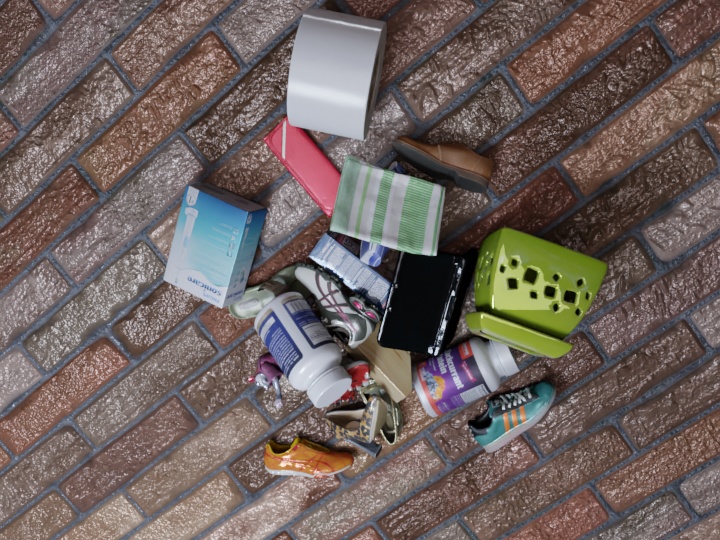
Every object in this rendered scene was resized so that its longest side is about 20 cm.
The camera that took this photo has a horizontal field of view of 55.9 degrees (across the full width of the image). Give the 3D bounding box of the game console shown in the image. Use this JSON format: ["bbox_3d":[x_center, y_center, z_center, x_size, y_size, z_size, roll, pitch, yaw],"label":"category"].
[{"bbox_3d":[0.131,0.049,1.295,0.115,0.176,0.203,20,107,18],"label":"game console"}]

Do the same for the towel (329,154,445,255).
[{"bbox_3d":[0.053,-0.114,1.211,0.197,0.023,0.155,16,66,-12],"label":"towel"}]

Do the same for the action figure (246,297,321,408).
[{"bbox_3d":[-0.150,0.173,1.363,0.198,0.134,0.151,-27,100,9],"label":"action figure"}]

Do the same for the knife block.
[{"bbox_3d":[0.009,0.152,1.332,0.172,0.064,0.204,3,69,-12],"label":"knife block"}]

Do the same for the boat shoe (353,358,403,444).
[{"bbox_3d":[0.038,0.260,1.401,0.072,0.063,0.204,-15,103,10],"label":"boat shoe"}]

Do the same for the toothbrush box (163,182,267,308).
[{"bbox_3d":[-0.285,-0.051,1.328,0.144,0.085,0.203,22,105,15],"label":"toothbrush box"}]

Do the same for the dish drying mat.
[{"bbox_3d":[-0.099,-0.202,1.319,0.077,0.018,0.201,-39,97,13],"label":"dish drying mat"}]

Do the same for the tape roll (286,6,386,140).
[{"bbox_3d":[-0.040,-0.341,1.182,0.137,0.203,0.206,11,106,3],"label":"tape roll"}]

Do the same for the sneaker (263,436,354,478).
[{"bbox_3d":[-0.112,0.398,1.451,0.196,0.073,0.079,0,95,3],"label":"sneaker"}]

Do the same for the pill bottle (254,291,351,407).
[{"bbox_3d":[-0.103,0.148,1.251,0.111,0.111,0.201,-45,64,15],"label":"pill bottle"}]

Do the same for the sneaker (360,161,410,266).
[{"bbox_3d":[0.080,-0.097,1.270,0.114,0.081,0.202,23,71,-11],"label":"sneaker"}]

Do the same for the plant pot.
[{"bbox_3d":[0.299,0.049,1.224,0.197,0.199,0.184,20,86,1],"label":"plant pot"}]

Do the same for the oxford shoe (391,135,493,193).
[{"bbox_3d":[0.155,-0.214,1.275,0.197,0.071,0.072,22,78,0],"label":"oxford shoe"}]

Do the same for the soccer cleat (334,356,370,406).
[{"bbox_3d":[-0.027,0.203,1.337,0.067,0.201,0.087,-7,65,-14],"label":"soccer cleat"}]

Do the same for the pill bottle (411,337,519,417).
[{"bbox_3d":[0.208,0.201,1.343,0.198,0.112,0.113,-27,101,12],"label":"pill bottle"}]

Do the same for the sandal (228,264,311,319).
[{"bbox_3d":[-0.180,0.055,1.374,0.198,0.057,0.081,-24,101,12],"label":"sandal"}]

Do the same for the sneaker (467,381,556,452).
[{"bbox_3d":[0.304,0.283,1.375,0.080,0.072,0.200,43,106,-10],"label":"sneaker"}]

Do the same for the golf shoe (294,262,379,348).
[{"bbox_3d":[-0.058,0.060,1.281,0.199,0.077,0.089,35,82,15],"label":"golf shoe"}]

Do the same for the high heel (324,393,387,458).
[{"bbox_3d":[-0.018,0.289,1.370,0.141,0.071,0.202,27,139,23],"label":"high heel"}]

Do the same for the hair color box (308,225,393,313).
[{"bbox_3d":[0.000,0.000,1.319,0.199,0.100,0.061,38,104,-5],"label":"hair color box"}]
